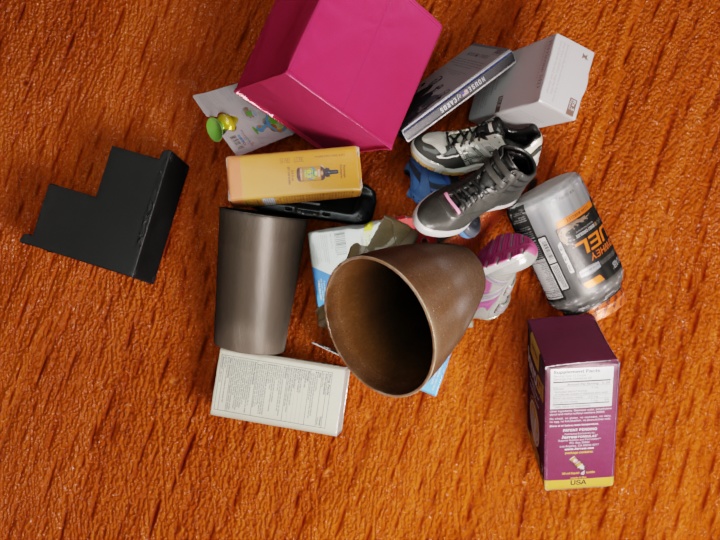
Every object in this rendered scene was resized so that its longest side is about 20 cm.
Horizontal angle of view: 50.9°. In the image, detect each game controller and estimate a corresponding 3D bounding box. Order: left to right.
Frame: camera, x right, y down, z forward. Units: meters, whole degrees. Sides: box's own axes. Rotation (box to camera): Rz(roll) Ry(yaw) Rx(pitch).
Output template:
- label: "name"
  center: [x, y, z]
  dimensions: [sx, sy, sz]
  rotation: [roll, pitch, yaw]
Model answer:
- label: "game controller"
  center: [-0.073, -0.112, 1.179]
  dimensions: [0.194, 0.043, 0.106]
  rotation: [8, 42, 5]

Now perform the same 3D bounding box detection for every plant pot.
- label: "plant pot"
  center: [0.082, 0.040, 1.026]
  dimensions: [0.198, 0.186, 0.189]
  rotation: [-26, 80, -44]

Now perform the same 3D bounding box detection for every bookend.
- label: "bookend"
  center: [-0.402, -0.106, 1.202]
  dimensions: [0.195, 0.092, 0.204]
  rotation: [15, 84, 7]

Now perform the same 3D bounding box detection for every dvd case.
- label: "dvd case"
  center: [0.126, -0.276, 1.157]
  dimensions: [0.198, 0.151, 0.025]
  rotation: [-35, 114, 1]

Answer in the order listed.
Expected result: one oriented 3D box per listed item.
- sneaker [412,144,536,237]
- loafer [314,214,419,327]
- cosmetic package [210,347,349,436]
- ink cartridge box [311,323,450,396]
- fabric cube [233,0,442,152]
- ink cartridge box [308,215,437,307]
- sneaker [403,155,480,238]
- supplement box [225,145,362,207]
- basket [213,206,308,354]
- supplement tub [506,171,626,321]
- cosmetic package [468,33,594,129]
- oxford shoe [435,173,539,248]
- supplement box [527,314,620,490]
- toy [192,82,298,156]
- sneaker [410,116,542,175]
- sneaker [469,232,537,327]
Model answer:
- label: "sneaker"
  center: [0.158, -0.115, 1.030]
  dimensions: [0.196, 0.100, 0.072]
  rotation: [-23, 68, -28]
- label: "loafer"
  center: [0.000, 0.000, 1.107]
  dimensions: [0.067, 0.076, 0.200]
  rotation: [44, 80, 6]
- label: "cosmetic package"
  center: [-0.119, 0.183, 1.155]
  dimensions: [0.194, 0.087, 0.107]
  rotation: [10, 84, 6]
- label: "ink cartridge box"
  center: [0.032, 0.117, 1.136]
  dimensions: [0.195, 0.115, 0.069]
  rotation: [22, 85, 5]
- label: "fabric cube"
  center: [-0.033, -0.306, 1.099]
  dimensions: [0.198, 0.194, 0.204]
  rotation: [29, 79, -31]
- label: "ink cartridge box"
  center: [0.024, -0.014, 1.174]
  dimensions: [0.194, 0.067, 0.120]
  rotation: [-8, 84, 3]
- label: "sneaker"
  center: [0.119, -0.109, 1.146]
  dimensions: [0.078, 0.065, 0.203]
  rotation: [-40, 46, 21]
- label: "supplement box"
  center: [-0.096, -0.136, 1.111]
  dimensions: [0.194, 0.069, 0.069]
  rotation: [-5, 83, -1]
- label: "basket"
  center: [-0.157, 0.015, 1.144]
  dimensions: [0.132, 0.180, 0.206]
  rotation: [8, 94, 7]
- label: "supplement tub"
  center: [0.307, -0.030, 1.117]
  dimensions: [0.120, 0.123, 0.204]
  rotation: [-28, 96, 1]
- label: "cosmetic package"
  center: [0.245, -0.267, 1.114]
  dimensions: [0.072, 0.199, 0.104]
  rotation: [18, 85, -19]
- label: "oxford shoe"
  center: [0.183, -0.100, 1.179]
  dimensions: [0.199, 0.072, 0.073]
  rotation: [-39, 66, -7]
- label: "supplement box"
  center: [0.294, 0.185, 1.064]
  dimensions: [0.100, 0.132, 0.205]
  rotation: [-4, 114, 3]
- label: "toy"
  center: [-0.162, -0.238, 1.181]
  dimensions: [0.116, 0.199, 0.047]
  rotation: [51, 131, 7]
- label: "sneaker"
  center: [0.171, -0.190, 1.107]
  dimensions: [0.194, 0.089, 0.077]
  rotation: [3, 51, -10]
- label: "sneaker"
  center: [0.196, 0.018, 1.126]
  dimensions: [0.088, 0.199, 0.082]
  rotation: [44, 47, -9]
